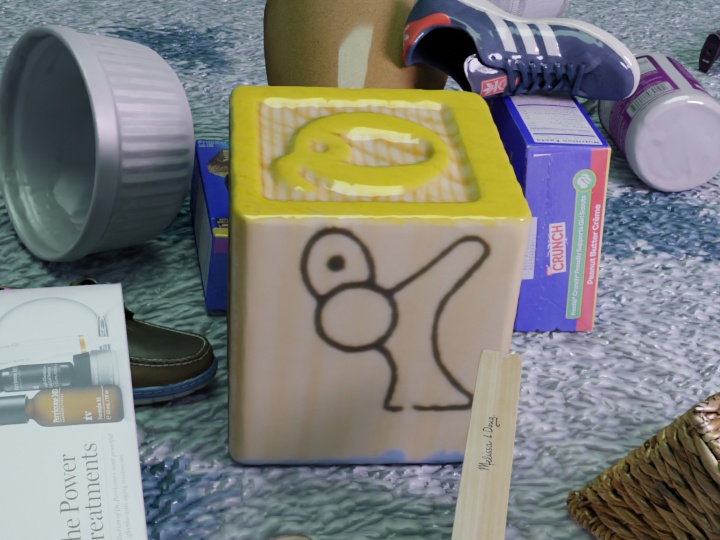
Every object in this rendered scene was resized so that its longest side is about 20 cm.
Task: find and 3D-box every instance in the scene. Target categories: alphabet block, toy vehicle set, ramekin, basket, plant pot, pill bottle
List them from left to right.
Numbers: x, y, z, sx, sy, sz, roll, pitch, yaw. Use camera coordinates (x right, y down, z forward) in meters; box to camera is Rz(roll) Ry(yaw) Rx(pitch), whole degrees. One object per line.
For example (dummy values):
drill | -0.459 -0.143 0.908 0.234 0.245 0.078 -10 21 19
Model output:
ramekin | -0.229 -0.109 1.101 0.105 0.201 0.200 -6 28 -38
plant pot | -0.005 -0.165 1.121 0.186 0.187 0.200 5 40 0
alphabet block | 0.000 0.000 0.897 0.194 0.201 0.197 0 33 -9
toy vehicle set | 0.066 0.149 0.721 0.026 0.125 0.200 8 27 6
pill bottle | 0.324 -0.174 1.395 0.112 0.113 0.200 1 28 -6
basket | 0.267 0.147 0.826 0.200 0.149 0.143 -20 69 -39

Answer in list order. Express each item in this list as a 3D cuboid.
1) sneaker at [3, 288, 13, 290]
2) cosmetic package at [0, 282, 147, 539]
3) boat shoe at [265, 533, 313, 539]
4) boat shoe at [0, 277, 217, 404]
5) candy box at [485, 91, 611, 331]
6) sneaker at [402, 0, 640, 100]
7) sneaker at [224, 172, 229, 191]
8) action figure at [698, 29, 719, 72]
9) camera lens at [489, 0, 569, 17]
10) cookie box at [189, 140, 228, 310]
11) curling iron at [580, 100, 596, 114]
sneaker | -0.309 0.078 0.841 0.199 0.081 0.088 -15 58 -4
cosmetic package | -0.211 0.104 0.760 0.150 0.052 0.201 -5 54 -13
boat shoe | -0.075 0.206 0.660 0.074 0.076 0.200 46 32 14
boat shoe | -0.204 0.048 0.926 0.199 0.073 0.072 4 27 -1
candy box | 0.151 -0.068 1.101 0.077 0.170 0.200 -1 28 -5
sneaker | 0.127 -0.167 1.044 0.199 0.075 0.085 18 54 12
sneaker | -0.005 -0.067 1.030 0.200 0.106 0.075 27 45 -23
action figure | 0.549 -0.319 1.762 0.130 0.070 0.200 18 26 38
camera lens | 0.183 -0.398 1.747 0.200 0.161 0.160 -21 37 -40
cookie box | -0.059 -0.044 1.122 0.170 0.075 0.200 0 29 -13
curling iron | 0.233 -0.177 1.476 0.049 0.026 0.200 24 33 27
